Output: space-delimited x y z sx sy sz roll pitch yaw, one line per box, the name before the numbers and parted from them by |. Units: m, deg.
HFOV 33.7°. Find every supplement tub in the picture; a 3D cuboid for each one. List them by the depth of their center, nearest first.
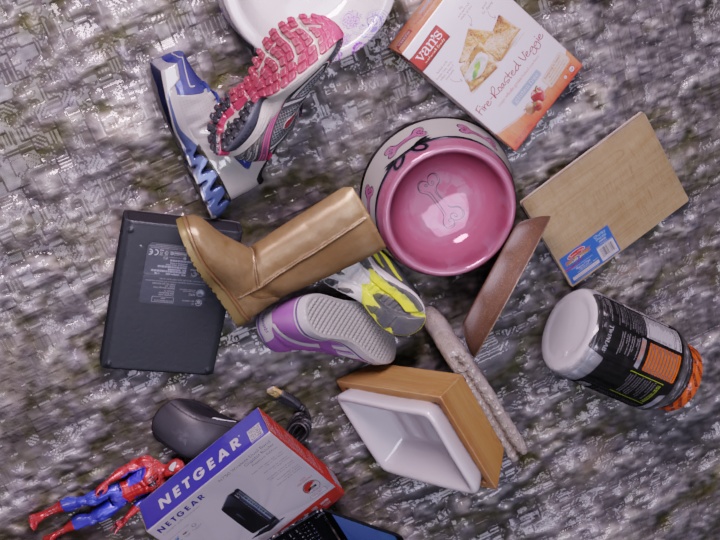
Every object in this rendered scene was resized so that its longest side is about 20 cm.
supplement tub | 0.353 0.112 1.595 0.199 0.123 0.123 24 101 -24

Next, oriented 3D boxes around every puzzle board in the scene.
puzzle board | 0.323 -0.093 1.570 0.200 0.017 0.151 -36 117 -2

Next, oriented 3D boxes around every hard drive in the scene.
hard drive | -0.227 0.031 1.414 0.139 0.033 0.201 5 116 -19

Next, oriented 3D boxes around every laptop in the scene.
laptop | -0.033 0.400 1.557 0.199 0.103 0.178 -30 138 -6

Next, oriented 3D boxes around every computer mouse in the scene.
computer mouse | -0.154 0.201 1.507 0.199 0.046 0.141 31 100 -25

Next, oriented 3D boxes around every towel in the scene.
towel | 0.148 0.146 1.537 0.034 0.133 0.200 -33 116 1

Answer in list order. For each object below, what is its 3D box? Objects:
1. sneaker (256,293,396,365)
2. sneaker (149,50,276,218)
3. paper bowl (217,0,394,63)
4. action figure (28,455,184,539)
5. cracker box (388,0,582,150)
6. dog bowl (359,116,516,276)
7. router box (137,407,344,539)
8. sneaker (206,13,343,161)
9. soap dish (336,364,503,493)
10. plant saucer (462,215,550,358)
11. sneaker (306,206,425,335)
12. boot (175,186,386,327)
sneaker | -0.047 0.077 1.493 0.200 0.114 0.073 26 57 -46
sneaker | -0.158 -0.168 1.360 0.115 0.081 0.200 -26 122 -11
paper bowl | -0.065 -0.332 1.308 0.199 0.104 0.202 -6 111 -16
action figure | -0.312 0.287 1.491 0.199 0.052 0.066 -28 112 -9
cracker box | 0.152 -0.258 1.430 0.200 0.058 0.134 35 96 -25
dog bowl | 0.102 -0.082 1.459 0.199 0.074 0.201 -3 112 -9
router box | -0.149 0.292 1.510 0.200 0.049 0.180 -40 132 4
sneaker | -0.084 -0.195 1.271 0.074 0.081 0.200 13 137 -40
soap dish | 0.078 0.195 1.507 0.081 0.199 0.158 -46 118 -29
plant saucer | 0.175 0.013 1.481 0.037 0.200 0.201 29 100 6
sneaker | 0.000 0.000 1.472 0.074 0.085 0.200 -42 94 12
boot | -0.091 -0.042 1.362 0.199 0.066 0.175 -29 135 1
